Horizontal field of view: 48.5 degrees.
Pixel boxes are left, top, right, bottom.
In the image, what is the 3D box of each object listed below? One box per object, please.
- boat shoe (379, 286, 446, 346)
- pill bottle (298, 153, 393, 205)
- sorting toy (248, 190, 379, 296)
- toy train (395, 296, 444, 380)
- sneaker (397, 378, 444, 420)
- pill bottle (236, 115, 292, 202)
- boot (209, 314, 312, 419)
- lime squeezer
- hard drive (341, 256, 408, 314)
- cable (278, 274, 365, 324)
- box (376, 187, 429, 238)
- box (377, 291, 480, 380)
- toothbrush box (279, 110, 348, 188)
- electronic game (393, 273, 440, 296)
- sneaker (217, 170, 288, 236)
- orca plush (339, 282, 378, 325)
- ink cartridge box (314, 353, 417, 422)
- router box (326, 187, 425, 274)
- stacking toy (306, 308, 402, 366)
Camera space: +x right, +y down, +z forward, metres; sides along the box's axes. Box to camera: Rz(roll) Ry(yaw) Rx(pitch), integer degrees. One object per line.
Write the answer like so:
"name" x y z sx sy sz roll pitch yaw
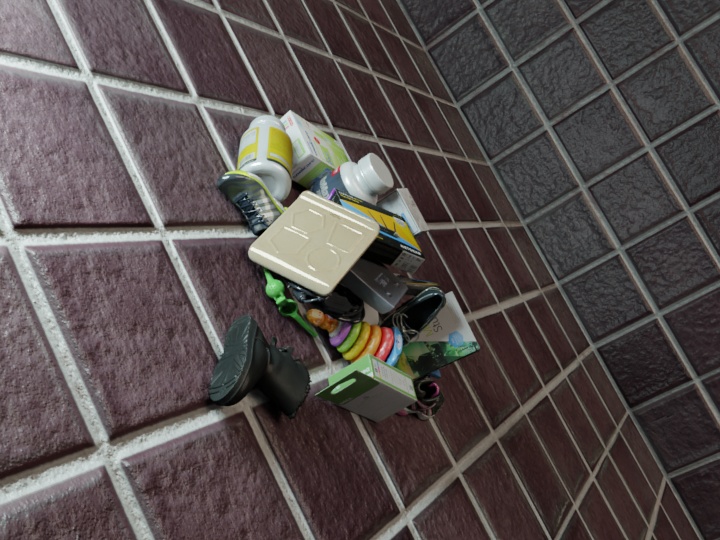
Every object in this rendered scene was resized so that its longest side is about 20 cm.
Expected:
"boat shoe" 0.103 0.114 1.708 0.075 0.200 0.062 53 5 -3
"pill bottle" -0.031 -0.172 1.791 0.120 0.200 0.120 44 27 -29
"sorting toy" -0.086 -0.052 1.526 0.184 0.037 0.200 25 53 17
"toy train" 0.139 0.157 1.835 0.087 0.114 0.201 27 38 -49
"sneaker" 0.144 0.275 1.740 0.200 0.086 0.081 8 55 -61
"pill bottle" -0.196 -0.232 1.650 0.112 0.112 0.201 42 29 -33
"boot" -0.156 0.180 1.294 0.163 0.073 0.199 50 24 -27
"lime squeezer" -0.147 0.054 1.514 0.200 0.038 0.071 55 -7 -6
"hard drive" 0.000 0.000 1.619 0.200 0.042 0.135 42 24 1
"cable" -0.076 0.046 1.559 0.163 0.051 0.200 31 9 39
"box" 0.044 -0.091 1.843 0.117 0.199 0.060 63 25 6
"box" 0.143 0.151 1.762 0.036 0.199 0.145 81 -15 -74
"toothbrush box" -0.109 -0.262 1.875 0.200 0.086 0.146 24 34 -50
"electronic game" 0.081 0.028 1.809 0.200 0.199 0.042 -2 99 -63
"sneaker" -0.200 -0.118 1.561 0.200 0.074 0.081 40 34 -32
"orca plush" -0.039 0.053 1.711 0.200 0.071 0.106 33 78 -37
"ink cartridge box" 0.009 0.218 1.521 0.200 0.104 0.060 32 34 -44
"router box" 0.029 -0.082 1.681 0.199 0.051 0.150 20 31 -37
"stacking toy" -0.023 0.130 1.599 0.199 0.110 0.116 33 30 -18
